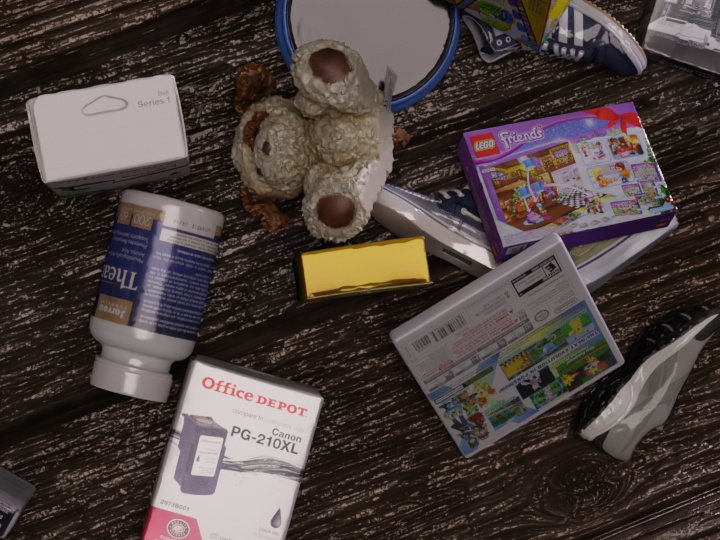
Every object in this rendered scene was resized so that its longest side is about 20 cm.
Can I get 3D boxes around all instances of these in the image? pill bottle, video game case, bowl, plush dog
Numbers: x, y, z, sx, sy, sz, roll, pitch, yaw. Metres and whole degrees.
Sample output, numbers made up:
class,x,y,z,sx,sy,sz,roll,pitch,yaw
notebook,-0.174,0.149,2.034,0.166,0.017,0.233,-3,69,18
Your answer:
class,x,y,z,sx,sy,sz,roll,pitch,yaw
pill bottle,-0.213,0.026,1.707,0.110,0.111,0.202,14,88,-5
video game case,0.154,0.080,1.731,0.199,0.022,0.183,-31,123,2
bowl,0.009,-0.265,1.768,0.198,0.039,0.203,0,89,-6
plush dog,-0.054,-0.131,1.719,0.170,0.160,0.203,-2,95,24

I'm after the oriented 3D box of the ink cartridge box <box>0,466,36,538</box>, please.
class,x,y,z,sx,sy,sz,roll,pitch,yaw
ink cartridge box,-0.420,0.193,1.641,0.198,0.200,0.041,30,87,-4

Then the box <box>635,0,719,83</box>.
class,x,y,z,sx,sy,sz,roll,pitch,yaw
box,0.395,-0.306,1.799,0.156,0.050,0.202,18,88,-5

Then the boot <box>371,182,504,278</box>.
class,x,y,z,sx,sy,sz,roll,pitch,yaw
boot,0.101,-0.062,1.767,0.199,0.073,0.091,29,75,-8

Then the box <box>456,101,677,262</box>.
class,x,y,z,sx,sy,sz,roll,pitch,yaw
box,0.214,-0.093,1.745,0.198,0.039,0.138,-11,66,-15

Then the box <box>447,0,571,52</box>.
class,x,y,z,sx,sy,sz,roll,pitch,yaw
box,0.155,-0.369,1.699,0.191,0.122,0.201,31,72,10

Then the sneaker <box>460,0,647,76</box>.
class,x,y,z,sx,sy,sz,roll,pitch,yaw
sneaker,0.198,-0.243,1.769,0.199,0.070,0.109,38,81,3

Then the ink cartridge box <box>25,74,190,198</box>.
class,x,y,z,sx,sy,sz,roll,pitch,yaw
ink cartridge box,-0.245,-0.130,1.660,0.144,0.200,0.085,-11,90,-5

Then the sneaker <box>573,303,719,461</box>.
class,x,y,z,sx,sy,sz,roll,pitch,yaw
sneaker,0.316,0.116,1.783,0.079,0.074,0.200,42,92,-13

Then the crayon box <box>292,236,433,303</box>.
class,x,y,z,sx,sy,sz,roll,pitch,yaw
crayon box,0.000,0.000,1.683,0.125,0.200,0.051,-8,90,-6

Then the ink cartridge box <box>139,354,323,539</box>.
class,x,y,z,sx,sy,sz,roll,pitch,yaw
ink cartridge box,-0.133,0.202,1.726,0.143,0.084,0.202,16,88,-6

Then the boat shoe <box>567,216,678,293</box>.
class,x,y,z,sx,sy,sz,roll,pitch,yaw
boat shoe,0.245,-0.018,1.781,0.199,0.072,0.062,-33,77,-14
